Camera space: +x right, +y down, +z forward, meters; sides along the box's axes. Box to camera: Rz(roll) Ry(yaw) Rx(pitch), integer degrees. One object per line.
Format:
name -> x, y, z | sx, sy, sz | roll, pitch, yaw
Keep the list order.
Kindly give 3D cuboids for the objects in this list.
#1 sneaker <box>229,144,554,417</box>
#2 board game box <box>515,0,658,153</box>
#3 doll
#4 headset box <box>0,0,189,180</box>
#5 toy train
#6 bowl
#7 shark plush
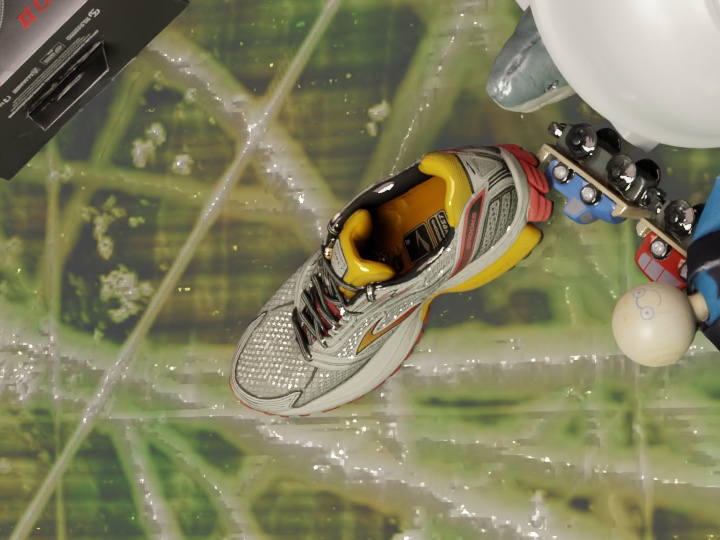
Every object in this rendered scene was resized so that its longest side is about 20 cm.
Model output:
sneaker -> 0.000, 0.000, 1.477 | 0.200, 0.082, 0.078 | -43, 62, 25
board game box -> 0.130, -0.174, 1.481 | 0.126, 0.035, 0.200 | -43, 63, 14
doll -> 0.210, -0.008, 1.363 | 0.200, 0.048, 0.136 | -25, 59, 3
headset box -> -0.202, -0.161, 1.634 | 0.149, 0.077, 0.200 | -42, 61, 13
toy train -> 0.159, -0.008, 1.430 | 0.200, 0.034, 0.046 | 41, 110, 29
bowl -> 0.182, -0.146, 1.343 | 0.201, 0.201, 0.090 | -62, 25, 3
shark plush -> 0.142, -0.148, 1.399 | 0.200, 0.083, 0.091 | -42, 63, 15
